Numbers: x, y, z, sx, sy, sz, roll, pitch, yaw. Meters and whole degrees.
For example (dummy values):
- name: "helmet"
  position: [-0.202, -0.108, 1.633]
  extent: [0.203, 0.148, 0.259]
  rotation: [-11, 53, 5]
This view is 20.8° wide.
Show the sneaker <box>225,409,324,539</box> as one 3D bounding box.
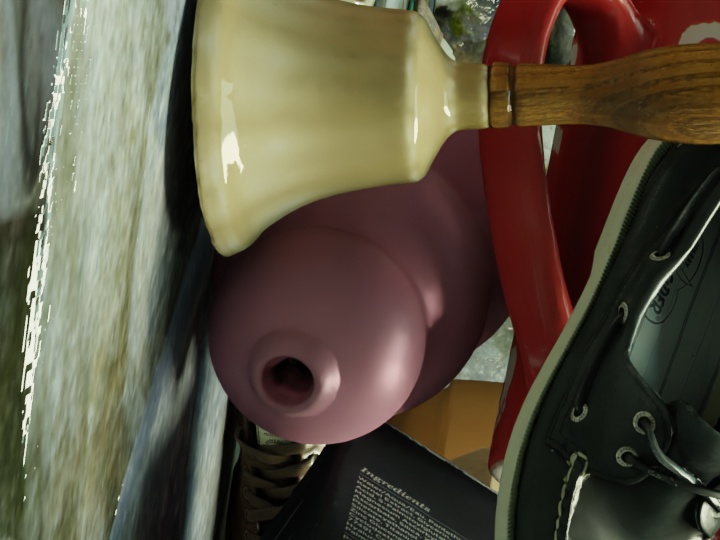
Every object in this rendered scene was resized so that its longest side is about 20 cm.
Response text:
- name: "sneaker"
  position: [-0.037, 0.079, 0.902]
  extent: [0.075, 0.070, 0.201]
  rotation: [23, 72, -67]

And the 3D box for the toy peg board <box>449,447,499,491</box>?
- name: "toy peg board"
  position: [0.022, 0.214, 0.933]
  extent: [0.200, 0.098, 0.200]
  rotation: [-27, -135, 46]

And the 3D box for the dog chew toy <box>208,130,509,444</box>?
- name: "dog chew toy"
  position: [0.000, 0.000, 0.752]
  extent: [0.200, 0.124, 0.125]
  rotation: [-58, 158, -64]

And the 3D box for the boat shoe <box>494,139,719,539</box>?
- name: "boat shoe"
  position: [0.103, 0.044, 0.635]
  extent: [0.066, 0.074, 0.200]
  rotation: [-5, -121, 61]

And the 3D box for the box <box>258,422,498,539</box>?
- name: "box"
  position: [-0.007, 0.160, 0.706]
  extent: [0.148, 0.104, 0.200]
  rotation: [-57, -177, 17]

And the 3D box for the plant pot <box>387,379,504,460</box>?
- name: "plant pot"
  position: [0.013, 0.159, 1.188]
  extent: [0.200, 0.139, 0.201]
  rotation: [8, 90, -87]

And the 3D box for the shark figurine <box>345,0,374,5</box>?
- name: "shark figurine"
  position: [0.033, -0.196, 0.987]
  extent: [0.089, 0.214, 0.129]
  rotation: [-9, -77, 55]

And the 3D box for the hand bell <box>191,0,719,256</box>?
- name: "hand bell"
  position: [0.053, -0.055, 0.635]
  extent: [0.104, 0.199, 0.105]
  rotation: [1, 90, -83]

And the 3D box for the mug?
- name: "mug"
  position: [0.104, -0.011, 0.747]
  extent: [0.133, 0.177, 0.201]
  rotation: [146, -38, -71]

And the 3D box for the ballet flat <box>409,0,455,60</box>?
- name: "ballet flat"
  position: [0.070, -0.179, 2.014]
  extent: [0.068, 0.067, 0.201]
  rotation: [71, 27, -84]
